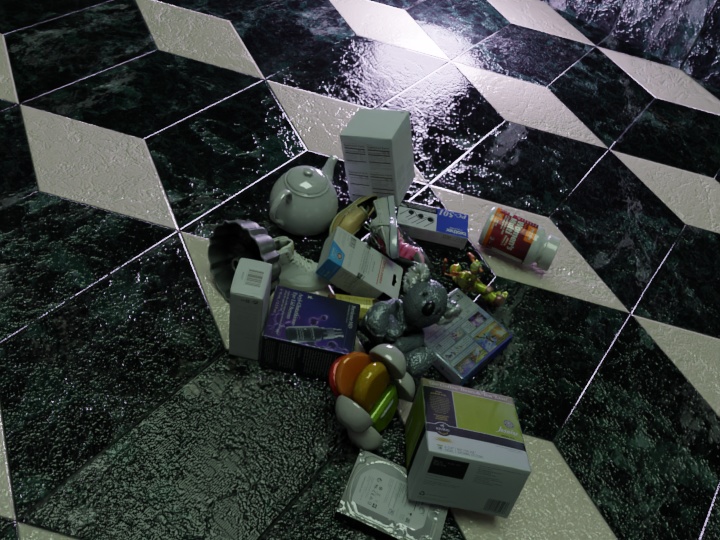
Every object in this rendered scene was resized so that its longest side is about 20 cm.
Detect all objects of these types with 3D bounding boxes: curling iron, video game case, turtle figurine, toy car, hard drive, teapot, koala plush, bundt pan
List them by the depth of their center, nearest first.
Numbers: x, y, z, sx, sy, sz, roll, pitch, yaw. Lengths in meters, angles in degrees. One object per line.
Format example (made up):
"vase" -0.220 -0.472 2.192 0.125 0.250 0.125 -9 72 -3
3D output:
"hard drive" 0.064 0.436 1.275 0.196 0.038 0.141 23 46 7
"toy car" 0.007 0.238 1.351 0.148 0.202 0.176 23 63 33
"koala plush" 0.111 0.097 1.467 0.177 0.184 0.200 44 81 -5
"bundt pan" -0.252 -0.020 1.522 0.201 0.205 0.075 39 36 23
"video game case" 0.225 0.152 1.577 0.198 0.046 0.181 -30 59 -35
"turtle figurine" 0.275 0.028 1.644 0.159 0.200 0.065 34 72 -5
"curling iron" 0.079 -0.029 1.678 0.197 0.026 0.049 22 1 33
"teapot" -0.144 -0.196 1.743 0.192 0.148 0.203 0 48 -14

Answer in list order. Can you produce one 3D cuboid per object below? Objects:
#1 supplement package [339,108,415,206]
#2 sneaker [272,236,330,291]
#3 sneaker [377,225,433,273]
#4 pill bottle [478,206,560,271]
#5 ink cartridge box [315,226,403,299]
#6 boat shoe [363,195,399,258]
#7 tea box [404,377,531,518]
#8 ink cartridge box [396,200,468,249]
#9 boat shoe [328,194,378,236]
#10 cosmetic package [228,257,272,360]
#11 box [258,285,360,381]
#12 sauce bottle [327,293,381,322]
"supplement package" 0.050 -0.306 1.832 0.147 0.203 0.153 8 41 21
"sneaker" -0.150 -0.018 1.596 0.195 0.117 0.075 2 44 -14
"sneaker" 0.117 -0.055 1.742 0.094 0.080 0.201 9 34 -45
"pill bottle" 0.420 -0.082 1.803 0.196 0.111 0.110 25 46 10
"ink cartridge box" 0.000 0.000 1.623 0.198 0.068 0.117 32 43 -16
"boat shoe" 0.050 -0.106 1.676 0.084 0.075 0.205 -7 49 4
"tea box" 0.196 0.335 1.302 0.195 0.136 0.198 13 32 -6
"ink cartridge box" 0.191 -0.125 1.831 0.195 0.045 0.095 12 47 -3
"boat shoe" -0.013 -0.139 1.757 0.072 0.075 0.201 48 46 -16
"cosmetic package" -0.231 0.083 1.418 0.072 0.203 0.103 11 44 -2
"box" -0.107 0.138 1.466 0.195 0.106 0.150 11 45 -3
"sauce bottle" 0.017 0.096 1.568 0.195 0.067 0.067 9 45 -9
